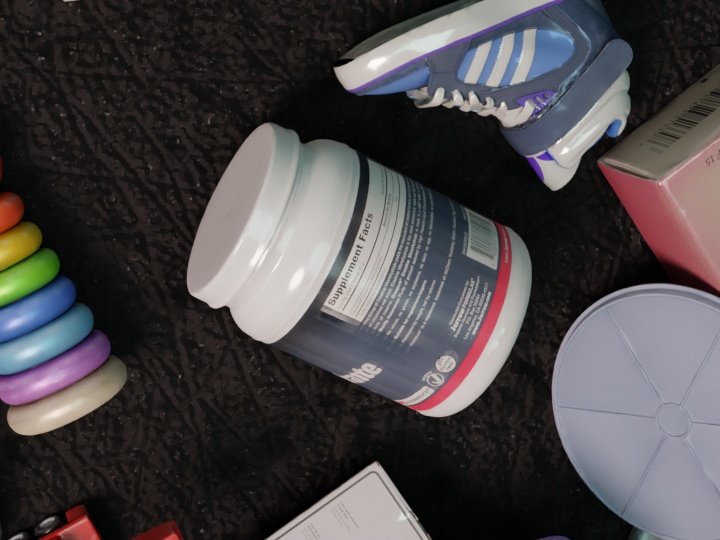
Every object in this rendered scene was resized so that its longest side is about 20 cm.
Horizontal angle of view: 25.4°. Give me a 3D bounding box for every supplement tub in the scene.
[{"bbox_3d":[0.000,0.000,1.063,0.199,0.140,0.141,25,95,-19],"label":"supplement tub"}]

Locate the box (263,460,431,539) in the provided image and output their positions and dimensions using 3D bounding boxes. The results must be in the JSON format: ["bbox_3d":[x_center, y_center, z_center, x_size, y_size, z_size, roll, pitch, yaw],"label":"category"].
[{"bbox_3d":[-0.036,0.238,1.127,0.199,0.060,0.117,-36,83,-5],"label":"box"}]

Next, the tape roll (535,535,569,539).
[{"bbox_3d":[0.087,0.275,1.125,0.199,0.066,0.201,-29,152,-17],"label":"tape roll"}]

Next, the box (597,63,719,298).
[{"bbox_3d":[0.285,-0.031,1.149,0.128,0.109,0.200,-38,109,-5],"label":"box"}]

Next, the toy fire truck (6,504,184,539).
[{"bbox_3d":[-0.208,0.216,1.055,0.199,0.141,0.049,-28,108,-8],"label":"toy fire truck"}]

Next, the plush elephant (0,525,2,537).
[{"bbox_3d":[-0.339,0.170,1.008,0.154,0.200,0.166,-18,115,9],"label":"plush elephant"}]

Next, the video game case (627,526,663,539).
[{"bbox_3d":[0.283,0.274,1.265,0.199,0.023,0.183,20,96,-19],"label":"video game case"}]

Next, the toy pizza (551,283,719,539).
[{"bbox_3d":[0.230,0.102,1.148,0.032,0.199,0.202,-29,115,-51],"label":"toy pizza"}]

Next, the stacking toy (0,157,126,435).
[{"bbox_3d":[-0.230,0.002,1.039,0.085,0.085,0.201,-26,102,-8],"label":"stacking toy"}]

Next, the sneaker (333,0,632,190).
[{"bbox_3d":[0.094,-0.113,1.093,0.199,0.081,0.147,-24,103,-15],"label":"sneaker"}]
